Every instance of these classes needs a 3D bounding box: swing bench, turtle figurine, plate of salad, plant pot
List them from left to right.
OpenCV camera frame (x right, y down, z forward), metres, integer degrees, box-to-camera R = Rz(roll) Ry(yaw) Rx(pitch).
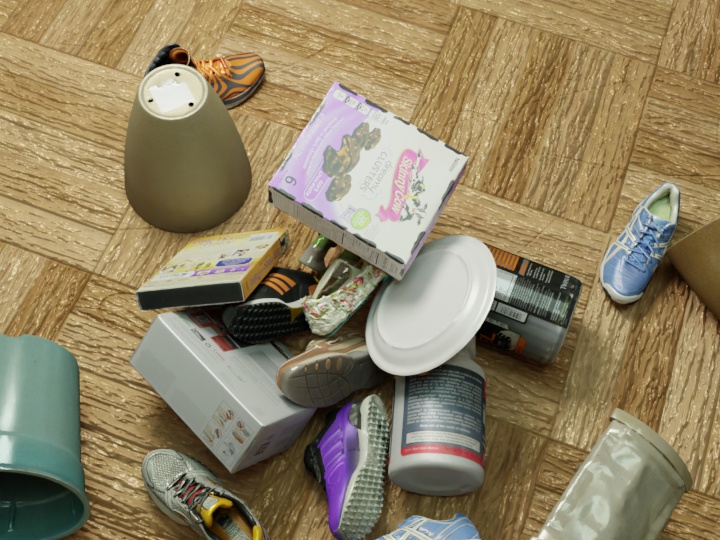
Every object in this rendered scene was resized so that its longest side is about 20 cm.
[{"bbox_3d":[-0.417,0.195,1.275,0.198,0.201,0.197,-3,54,-4],"label":"plant pot"},{"bbox_3d":[-0.248,-0.184,1.478,0.185,0.200,0.189,1,61,-2],"label":"plant pot"},{"bbox_3d":[0.011,-0.071,1.483,0.143,0.200,0.195,26,87,5],"label":"turtle figurine"},{"bbox_3d":[0.091,0.046,1.329,0.199,0.048,0.201,-29,41,27],"label":"plate of salad"},{"bbox_3d":[0.278,0.302,1.234,0.129,0.200,0.199,34,65,15],"label":"swing bench"},{"bbox_3d":[0.541,0.018,1.430,0.185,0.187,0.201,-24,77,-15],"label":"plant pot"}]

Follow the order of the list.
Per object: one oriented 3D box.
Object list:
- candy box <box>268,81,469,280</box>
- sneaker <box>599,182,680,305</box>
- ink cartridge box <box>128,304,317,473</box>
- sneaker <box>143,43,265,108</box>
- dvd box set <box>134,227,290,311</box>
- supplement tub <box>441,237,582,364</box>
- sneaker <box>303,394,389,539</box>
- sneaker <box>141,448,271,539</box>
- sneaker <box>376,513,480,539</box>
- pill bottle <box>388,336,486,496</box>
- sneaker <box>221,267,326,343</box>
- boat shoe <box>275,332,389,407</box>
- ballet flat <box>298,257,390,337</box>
[{"bbox_3d":[0.010,-0.113,1.346,0.199,0.072,0.169,30,73,6],"label":"candy box"},{"bbox_3d":[0.394,-0.042,1.500,0.075,0.077,0.201,24,64,9],"label":"sneaker"},{"bbox_3d":[-0.158,0.139,1.351,0.200,0.084,0.175,43,23,19],"label":"ink cartridge box"},{"bbox_3d":[-0.232,-0.293,1.589,0.199,0.112,0.078,-29,66,-17],"label":"sneaker"},{"bbox_3d":[-0.187,-0.004,1.390,0.145,0.030,0.200,-6,20,15],"label":"dvd box set"},{"bbox_3d":[0.184,0.035,1.422,0.199,0.123,0.123,21,62,10],"label":"supplement tub"},{"bbox_3d":[-0.026,0.249,1.315,0.099,0.070,0.201,-13,39,24],"label":"sneaker"},{"bbox_3d":[-0.184,0.280,1.292,0.199,0.082,0.078,34,65,16],"label":"sneaker"},{"bbox_3d":[0.051,0.344,1.276,0.198,0.076,0.077,-7,36,-4],"label":"sneaker"},{"bbox_3d":[0.099,0.170,1.345,0.118,0.120,0.202,5,61,0],"label":"pill bottle"},{"bbox_3d":[-0.122,0.037,1.400,0.090,0.070,0.199,45,29,27],"label":"sneaker"},{"bbox_3d":[-0.040,0.122,1.362,0.072,0.076,0.199,27,20,35],"label":"boat shoe"},{"bbox_3d":[0.000,0.000,1.377,0.200,0.076,0.064,-46,105,-18],"label":"ballet flat"}]
